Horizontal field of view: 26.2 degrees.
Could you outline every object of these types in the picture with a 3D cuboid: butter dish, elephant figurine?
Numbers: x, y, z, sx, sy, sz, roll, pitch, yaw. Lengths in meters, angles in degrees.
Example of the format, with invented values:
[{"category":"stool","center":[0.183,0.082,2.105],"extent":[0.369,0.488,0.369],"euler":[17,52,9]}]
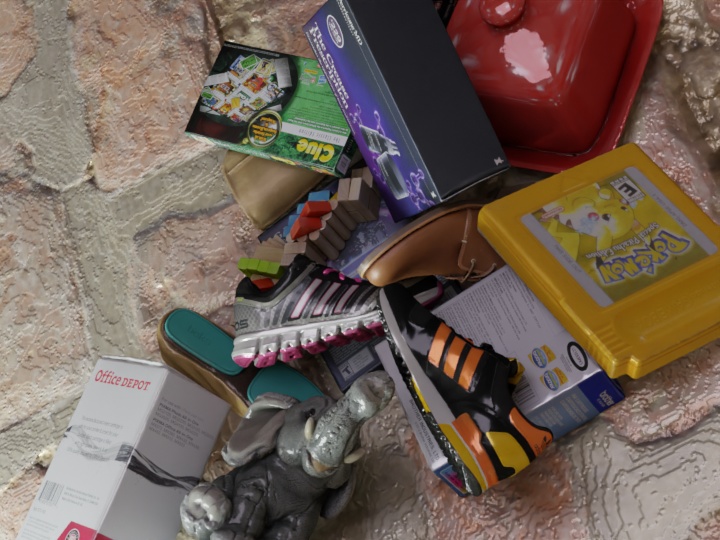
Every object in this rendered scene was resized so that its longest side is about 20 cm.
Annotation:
[{"category":"butter dish","center":[0.148,-0.207,1.399],"extent":[0.198,0.148,0.201],"euler":[13,73,30]},{"category":"elephant figurine","center":[-0.050,0.165,1.314],"extent":[0.154,0.141,0.201],"euler":[28,82,37]}]

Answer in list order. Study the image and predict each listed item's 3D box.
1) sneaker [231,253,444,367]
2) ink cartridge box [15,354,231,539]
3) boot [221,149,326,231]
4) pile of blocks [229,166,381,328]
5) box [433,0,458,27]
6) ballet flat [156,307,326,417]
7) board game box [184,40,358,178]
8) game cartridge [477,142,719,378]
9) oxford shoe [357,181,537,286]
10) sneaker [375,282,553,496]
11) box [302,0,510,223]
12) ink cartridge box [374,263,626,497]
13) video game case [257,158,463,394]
[{"category":"sneaker","center":[-0.026,0.022,1.375],"extent":[0.198,0.074,0.088],"euler":[-15,78,6]},{"category":"ink cartridge box","center":[-0.216,0.187,1.400],"extent":[0.145,0.083,0.202],"euler":[2,65,55]},{"category":"boot","center":[-0.058,-0.162,1.531],"extent":[0.199,0.066,0.176],"euler":[-36,50,11]},{"category":"pile of blocks","center":[-0.062,-0.030,1.448],"extent":[0.082,0.062,0.201],"euler":[36,84,34]},{"category":"box","center":[0.053,-0.320,1.485],"extent":[0.046,0.201,0.160],"euler":[-7,51,-27]},{"category":"ballet flat","center":[-0.103,0.106,1.422],"extent":[0.199,0.063,0.069],"euler":[36,53,13]},{"category":"board game box","center":[-0.076,-0.158,1.492],"extent":[0.199,0.023,0.106],"euler":[18,77,36]},{"category":"game cartridge","center":[0.223,-0.012,1.286],"extent":[0.175,0.033,0.200],"euler":[-23,52,-24]},{"category":"oxford shoe","center":[0.091,-0.018,1.338],"extent":[0.198,0.071,0.072],"euler":[-18,70,-24]},{"category":"sneaker","center":[0.084,0.083,1.257],"extent":[0.089,0.070,0.201],"euler":[-25,57,-4]},{"category":"box","center":[0.037,-0.155,1.364],"extent":[0.078,0.141,0.202],"euler":[-26,92,-19]},{"category":"ink cartridge box","center":[0.131,0.079,1.313],"extent":[0.199,0.076,0.137],"euler":[-33,57,11]},{"category":"video game case","center":[0.000,0.000,1.451],"extent":[0.142,0.019,0.201],"euler":[-36,55,7]}]
